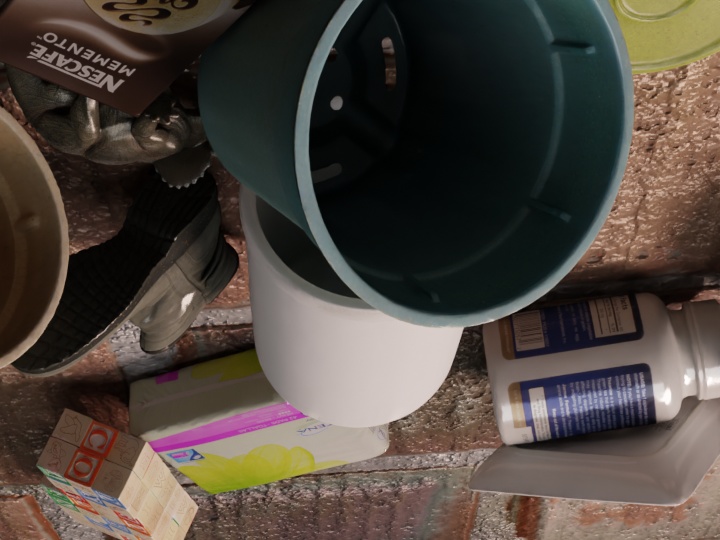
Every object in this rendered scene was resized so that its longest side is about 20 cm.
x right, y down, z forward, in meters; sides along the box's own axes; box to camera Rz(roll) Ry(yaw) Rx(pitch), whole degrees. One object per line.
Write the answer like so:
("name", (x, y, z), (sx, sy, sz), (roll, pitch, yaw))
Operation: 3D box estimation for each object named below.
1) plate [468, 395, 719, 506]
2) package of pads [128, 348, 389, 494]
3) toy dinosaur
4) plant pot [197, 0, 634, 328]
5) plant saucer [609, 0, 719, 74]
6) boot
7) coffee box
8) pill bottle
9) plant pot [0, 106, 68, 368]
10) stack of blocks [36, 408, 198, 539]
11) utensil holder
("plate", (0.220, 0.143, 1.266), (0.199, 0.033, 0.199), (0, -161, 33))
("package of pads", (-0.088, 0.135, 1.313), (0.198, 0.069, 0.155), (-15, 146, 18))
("toy dinosaur", (-0.162, -0.098, 0.911), (0.198, 0.078, 0.102), (6, 147, -18))
("plant pot", (0.013, -0.091, 0.796), (0.199, 0.202, 0.196), (16, -174, -31))
("plant saucer", (0.179, -0.179, 0.875), (0.198, 0.031, 0.201), (-4, 149, -2))
("boot", (-0.160, 0.027, 1.036), (0.067, 0.200, 0.131), (33, 155, 24))
("coffee box", (-0.114, -0.182, 0.780), (0.112, 0.080, 0.200), (19, 141, -35))
("pill bottle", (0.209, 0.080, 1.226), (0.198, 0.112, 0.111), (-9, 149, 7))
("plant pot", (-0.327, -0.008, 0.952), (0.200, 0.202, 0.183), (23, 150, -38))
("stack of blocks", (-0.235, 0.199, 1.349), (0.114, 0.059, 0.200), (18, 158, 16))
("utensil holder", (0.000, 0.000, 1.012), (0.168, 0.171, 0.200), (-2, 150, -5))
